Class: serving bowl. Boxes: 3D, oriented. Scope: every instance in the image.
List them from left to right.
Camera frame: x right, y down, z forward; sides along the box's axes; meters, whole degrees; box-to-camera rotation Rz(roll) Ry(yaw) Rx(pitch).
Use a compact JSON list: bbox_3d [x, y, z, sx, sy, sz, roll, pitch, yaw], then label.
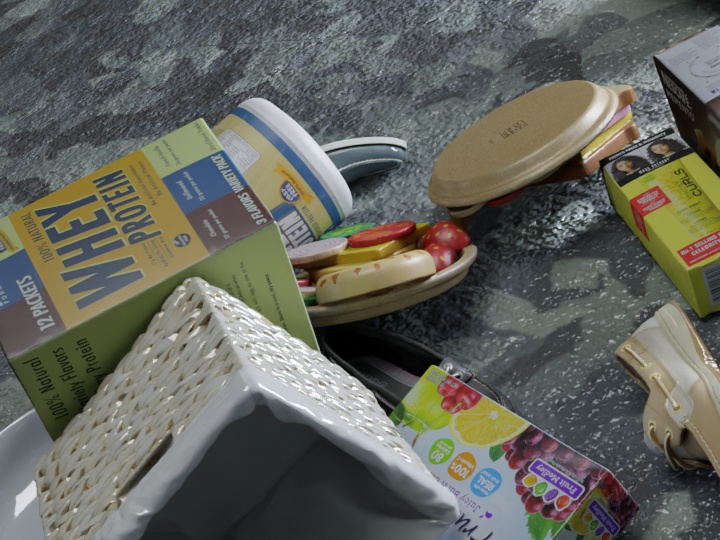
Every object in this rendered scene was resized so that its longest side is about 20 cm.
[{"bbox_3d":[-0.233,0.186,1.261,0.199,0.066,0.201,-20,36,15],"label":"serving bowl"}]

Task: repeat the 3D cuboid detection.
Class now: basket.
[{"bbox_3d":[-0.084,0.146,1.048,0.198,0.200,0.161,-50,36,9],"label":"basket"}]

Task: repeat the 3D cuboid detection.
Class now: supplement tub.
[{"bbox_3d":[-0.121,-0.043,1.452,0.200,0.145,0.145,-44,34,-10],"label":"supplement tub"}]

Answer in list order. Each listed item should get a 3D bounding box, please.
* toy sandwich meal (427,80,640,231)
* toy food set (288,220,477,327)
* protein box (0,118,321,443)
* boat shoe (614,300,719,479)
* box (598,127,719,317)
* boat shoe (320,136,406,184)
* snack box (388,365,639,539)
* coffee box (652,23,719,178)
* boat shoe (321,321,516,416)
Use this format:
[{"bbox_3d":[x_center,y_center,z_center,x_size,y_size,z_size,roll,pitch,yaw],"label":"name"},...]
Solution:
[{"bbox_3d":[0.152,-0.098,1.400,0.204,0.070,0.205,-27,20,11],"label":"toy sandwich meal"},{"bbox_3d":[0.000,0.000,1.348,0.197,0.049,0.200,-6,14,37],"label":"toy food set"},{"bbox_3d":[-0.152,0.038,1.156,0.199,0.199,0.135,-28,47,-11],"label":"protein box"},{"bbox_3d":[0.225,0.102,1.085,0.069,0.074,0.200,-33,29,11],"label":"boat shoe"},{"bbox_3d":[0.260,-0.042,1.280,0.075,0.050,0.200,-24,32,1],"label":"box"},{"bbox_3d":[-0.046,-0.081,1.568,0.199,0.073,0.062,-14,76,7],"label":"boat shoe"},{"bbox_3d":[0.072,0.163,1.086,0.142,0.053,0.200,-50,36,-9],"label":"snack box"},{"bbox_3d":[0.319,-0.109,1.275,0.079,0.115,0.200,-26,32,1],"label":"coffee box"},{"bbox_3d":[0.037,0.087,1.243,0.067,0.057,0.199,-42,35,-25],"label":"boat shoe"}]
